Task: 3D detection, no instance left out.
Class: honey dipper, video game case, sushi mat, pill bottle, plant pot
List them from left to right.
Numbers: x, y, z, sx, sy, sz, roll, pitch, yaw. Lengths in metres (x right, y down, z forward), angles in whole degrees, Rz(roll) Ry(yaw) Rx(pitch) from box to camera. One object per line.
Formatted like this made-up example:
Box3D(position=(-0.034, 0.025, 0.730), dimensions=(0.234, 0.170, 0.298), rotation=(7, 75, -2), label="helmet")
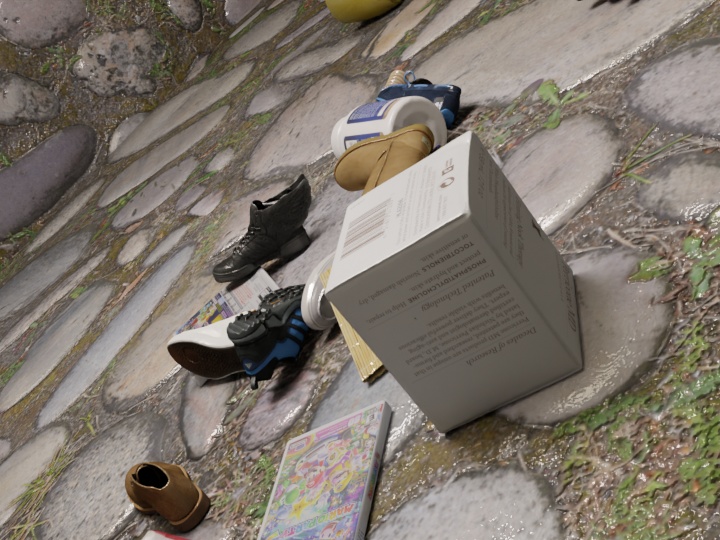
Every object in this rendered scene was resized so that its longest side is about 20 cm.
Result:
Box3D(position=(-0.201, 0.076, 1.574), dimensions=(0.182, 0.023, 0.200), rotation=(-42, 24, -4), label="video game case")
Box3D(position=(-0.042, 0.232, 1.062), dimensions=(0.142, 0.018, 0.201), rotation=(-27, 27, 28), label="video game case")
Box3D(position=(0.013, 0.041, 1.245), dimensions=(0.095, 0.012, 0.201), rotation=(-35, 42, 10), label="sushi mat")
Box3D(position=(0.026, -0.669, 2.363), dimensions=(0.140, 0.202, 0.201), rotation=(14, 53, 32), label="plant pot")
Box3D(position=(0.037, -0.206, 1.593), dimensions=(0.111, 0.111, 0.199), rotation=(-49, 25, -19), label="pill bottle")
Box3D(position=(0.044, -0.286, 1.817), dimensions=(0.038, 0.038, 0.201), rotation=(-21, 32, 37), label="honey dipper")

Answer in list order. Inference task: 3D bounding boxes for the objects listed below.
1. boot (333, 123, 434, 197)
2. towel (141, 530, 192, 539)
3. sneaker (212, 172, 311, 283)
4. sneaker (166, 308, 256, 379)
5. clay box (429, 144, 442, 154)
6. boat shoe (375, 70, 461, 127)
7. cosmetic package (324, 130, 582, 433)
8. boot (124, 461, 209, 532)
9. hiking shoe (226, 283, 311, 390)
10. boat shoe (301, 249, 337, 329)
Box3D(position=(0.017, -0.113, 1.400), dimensions=(0.174, 0.066, 0.201), rotation=(-27, 27, 30), label="boot")
Box3D(position=(-0.254, 0.377, 1.127), dimensions=(0.143, 0.023, 0.201), rotation=(-7, 40, 51), label="towel")
Box3D(position=(-0.157, -0.065, 1.614), dimensions=(0.197, 0.105, 0.060), rotation=(-23, 22, 1), label="sneaker")
Box3D(position=(-0.181, 0.100, 1.442), dimensions=(0.197, 0.074, 0.085), rotation=(-4, 36, 33), label="sneaker")
Box3D(position=(0.112, -0.102, 1.374), dimensions=(0.115, 0.048, 0.200), rotation=(-43, 22, -3), label="clay box")
Box3D(position=(0.103, -0.276, 1.667), dimensions=(0.199, 0.084, 0.069), rotation=(25, 85, 50), label="boat shoe")
Box3D(position=(0.095, 0.011, 1.010), dimensions=(0.165, 0.201, 0.168), rotation=(-29, 26, 24), label="cosmetic package")
Box3D(position=(-0.256, 0.259, 1.270), dimensions=(0.074, 0.076, 0.199), rotation=(-51, 24, -21), label="boot")
Box3D(position=(-0.101, 0.077, 1.353), dimensions=(0.074, 0.088, 0.199), rotation=(-3, 18, 38), label="hiking shoe")
Box3D(position=(0.000, 0.000, 1.355), dimensions=(0.200, 0.073, 0.068), rotation=(-44, 22, -31), label="boat shoe")
